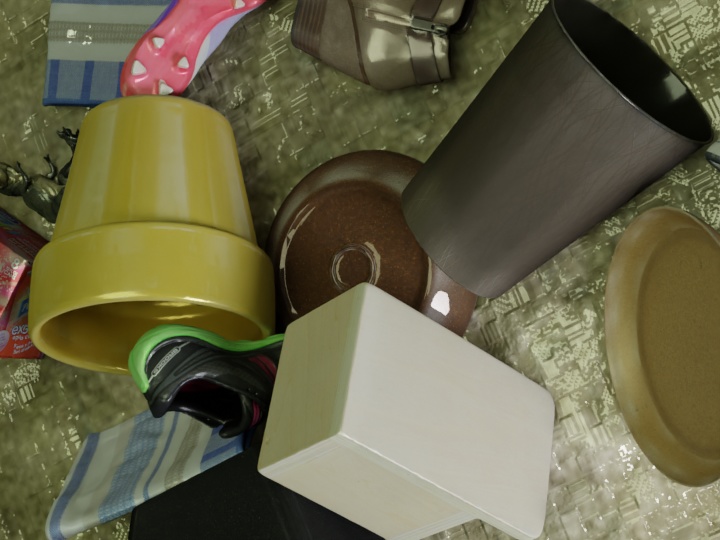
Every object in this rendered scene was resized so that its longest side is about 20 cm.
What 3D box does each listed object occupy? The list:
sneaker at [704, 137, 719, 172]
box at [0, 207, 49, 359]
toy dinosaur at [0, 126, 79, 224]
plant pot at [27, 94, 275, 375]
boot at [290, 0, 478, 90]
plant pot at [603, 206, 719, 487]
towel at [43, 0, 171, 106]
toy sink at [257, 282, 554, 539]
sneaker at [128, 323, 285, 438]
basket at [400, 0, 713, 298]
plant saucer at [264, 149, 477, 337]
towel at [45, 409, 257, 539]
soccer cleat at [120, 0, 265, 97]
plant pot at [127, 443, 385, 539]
[{"bbox_3d":[0.309,-0.109,1.160,0.077,0.202,0.146,42,101,-3],"label":"sneaker"},{"bbox_3d":[-0.360,-0.011,1.515,0.199,0.095,0.100,32,101,23],"label":"box"},{"bbox_3d":[-0.256,-0.069,1.499,0.199,0.047,0.089,34,115,22],"label":"toy dinosaur"},{"bbox_3d":[-0.168,-0.031,1.387,0.199,0.201,0.191,-11,66,24],"label":"plant pot"},{"bbox_3d":[0.027,-0.246,1.373,0.144,0.070,0.203,10,88,16],"label":"boot"},{"bbox_3d":[0.236,0.053,1.214,0.027,0.200,0.203,-7,90,-21],"label":"plant pot"},{"bbox_3d":[-0.216,-0.244,1.494,0.145,0.024,0.203,5,89,26],"label":"towel"},{"bbox_3d":[0.036,0.124,1.282,0.112,0.199,0.132,-29,40,45],"label":"toy sink"},{"bbox_3d":[-0.086,0.095,1.324,0.077,0.198,0.084,120,144,-45],"label":"sneaker"},{"bbox_3d":[0.134,-0.085,1.264,0.200,0.179,0.137,-44,48,25],"label":"basket"},{"bbox_3d":[0.000,0.000,1.382,0.198,0.037,0.203,-1,87,24],"label":"plant saucer"},{"bbox_3d":[-0.166,0.147,1.400,0.198,0.147,0.024,-25,112,20],"label":"towel"},{"bbox_3d":[-0.133,-0.215,1.424,0.067,0.076,0.201,40,74,-12],"label":"soccer cleat"},{"bbox_3d":[-0.074,0.249,1.323,0.198,0.199,0.179,-29,66,21],"label":"plant pot"}]
